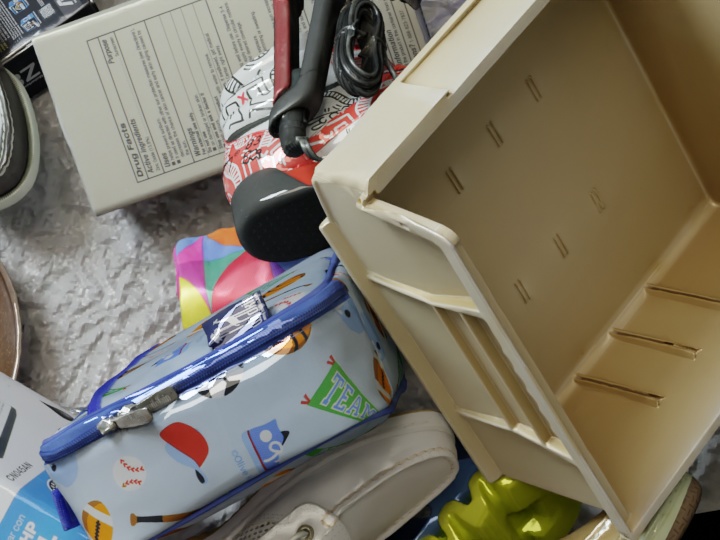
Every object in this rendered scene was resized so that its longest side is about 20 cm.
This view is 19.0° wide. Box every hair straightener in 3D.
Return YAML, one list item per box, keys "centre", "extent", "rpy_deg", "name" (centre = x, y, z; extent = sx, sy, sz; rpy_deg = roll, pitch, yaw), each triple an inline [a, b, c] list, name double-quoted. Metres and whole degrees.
- centre: [-0.009, -0.129, 1.037]
  extent: [0.077, 0.041, 0.201]
  rpy_deg: [-10, 48, 14]
  name: "hair straightener"

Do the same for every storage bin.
- centre: [0.104, -0.029, 0.945]
  extent: [0.094, 0.199, 0.200]
  rpy_deg: [14, 55, 49]
  name: "storage bin"

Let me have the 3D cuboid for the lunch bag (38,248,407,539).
- centre: [-0.062, 0.057, 0.961]
  extent: [0.160, 0.200, 0.076]
  rpy_deg: [-27, 93, 7]
  name: "lunch bag"

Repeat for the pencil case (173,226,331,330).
- centre: [0.000, 0.000, 1.095]
  extent: [0.199, 0.088, 0.089]
  rpy_deg: [-15, 62, 7]
  name: "pencil case"

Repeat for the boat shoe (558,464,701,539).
- centre: [0.072, 0.158, 0.979]
  extent: [0.076, 0.072, 0.200]
  rpy_deg: [39, 95, 12]
  name: "boat shoe"

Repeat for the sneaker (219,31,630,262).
- centre: [0.025, -0.084, 1.056]
  extent: [0.200, 0.067, 0.108]
  rpy_deg: [-19, 51, 6]
  name: "sneaker"

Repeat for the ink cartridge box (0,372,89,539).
- centre: [-0.205, 0.097, 1.026]
  extent: [0.199, 0.145, 0.084]
  rpy_deg: [30, 100, 4]
  name: "ink cartridge box"

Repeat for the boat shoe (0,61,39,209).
- centre: [-0.238, -0.121, 1.176]
  extent: [0.072, 0.061, 0.202]
  rpy_deg: [-30, 64, -1]
  name: "boat shoe"

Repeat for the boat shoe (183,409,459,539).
- centre: [-0.032, 0.139, 0.966]
  extent: [0.200, 0.071, 0.069]
  rpy_deg: [-34, 54, -3]
  name: "boat shoe"

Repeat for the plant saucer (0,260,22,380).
- centre: [-0.272, 0.058, 1.165]
  extent: [0.199, 0.037, 0.201]
  rpy_deg: [-5, 64, 11]
  name: "plant saucer"

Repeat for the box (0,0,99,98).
- centre: [-0.261, -0.167, 1.263]
  extent: [0.161, 0.049, 0.200]
  rpy_deg: [-35, 62, -6]
  name: "box"

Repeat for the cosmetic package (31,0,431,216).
- centre: [-0.063, -0.112, 1.149]
  extent: [0.199, 0.071, 0.106]
  rpy_deg: [-17, 99, 6]
  name: "cosmetic package"

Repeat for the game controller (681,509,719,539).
- centre: [0.157, 0.209, 0.979]
  extent: [0.104, 0.042, 0.201]
  rpy_deg: [-8, 63, 11]
  name: "game controller"

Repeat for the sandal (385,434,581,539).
- centre: [0.012, 0.142, 1.037]
  extent: [0.200, 0.080, 0.087]
  rpy_deg: [-38, 45, -7]
  name: "sandal"
